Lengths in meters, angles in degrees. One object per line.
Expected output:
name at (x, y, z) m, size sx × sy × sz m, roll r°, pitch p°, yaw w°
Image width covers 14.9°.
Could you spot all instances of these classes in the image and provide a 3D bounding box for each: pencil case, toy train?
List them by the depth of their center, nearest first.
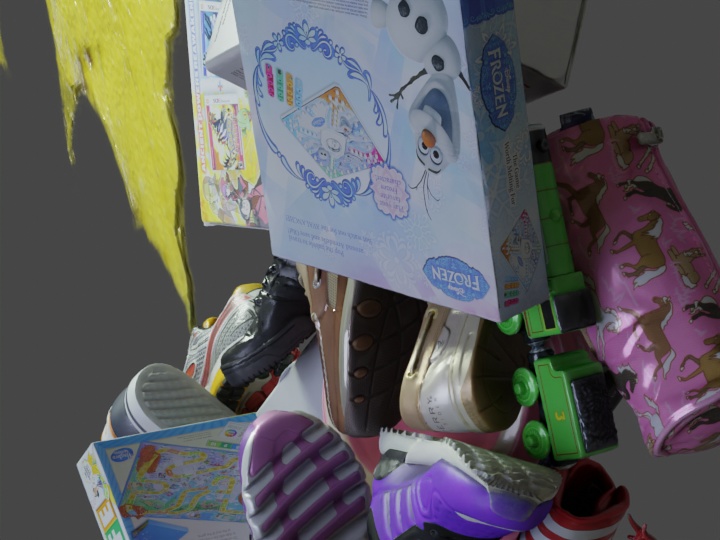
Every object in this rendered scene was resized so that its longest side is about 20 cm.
toy train at (0.100, 0.011, 1.522) m, size 0.056 × 0.042 × 0.201 m, roll -11°, pitch 92°, yaw 55°
pencil case at (0.160, 0.007, 1.534) m, size 0.201 × 0.082 × 0.087 m, roll 65°, pitch 150°, yaw 25°

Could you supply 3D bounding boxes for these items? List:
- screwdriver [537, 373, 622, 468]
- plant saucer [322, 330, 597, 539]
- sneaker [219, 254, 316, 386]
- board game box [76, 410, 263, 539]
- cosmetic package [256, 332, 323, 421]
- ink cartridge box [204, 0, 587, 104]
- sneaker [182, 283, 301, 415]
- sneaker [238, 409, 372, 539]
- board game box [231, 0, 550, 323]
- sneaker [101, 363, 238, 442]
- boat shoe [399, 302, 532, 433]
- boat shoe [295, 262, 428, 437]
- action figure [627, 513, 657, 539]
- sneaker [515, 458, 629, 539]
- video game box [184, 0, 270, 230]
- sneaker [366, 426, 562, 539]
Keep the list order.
screwdriver at (0.097, 0.127, 1.613) m, size 0.028 × 0.029 × 0.200 m, roll 38°, pitch 93°, yaw 28°
plant saucer at (0.051, 0.074, 1.681) m, size 0.200 × 0.051 × 0.202 m, roll -6°, pitch 80°, yaw 36°
sneaker at (-0.033, -0.024, 1.776) m, size 0.104 × 0.199 × 0.060 m, roll 51°, pitch -178°, yaw -3°
board game box at (-0.075, 0.164, 1.833) m, size 0.034 × 0.199 × 0.135 m, roll -51°, pitch 55°, yaw 49°
cosmetic package at (0.016, 0.145, 1.799) m, size 0.113 × 0.081 × 0.201 m, roll -50°, pitch 55°, yaw 50°
ink cartridge box at (0.021, -0.150, 1.644) m, size 0.200 × 0.144 × 0.084 m, roll -19°, pitch 51°, yaw 57°
sneaker at (-0.094, 0.082, 1.978) m, size 0.200 × 0.077 × 0.083 m, roll -51°, pitch 40°, yaw 47°
sneaker at (-0.025, 0.172, 1.691) m, size 0.201 × 0.080 × 0.088 m, roll 63°, pitch 164°, yaw -19°
board game box at (0.012, -0.088, 1.514) m, size 0.199 × 0.043 × 0.200 m, roll 17°, pitch 121°, yaw 48°
sneaker at (-0.092, 0.151, 1.912) m, size 0.200 × 0.078 × 0.079 m, roll 42°, pitch 133°, yaw -3°
boat shoe at (0.068, 0.014, 1.596) m, size 0.069 × 0.201 × 0.074 m, roll -12°, pitch 126°, yaw 31°
boat shoe at (0.000, 0.000, 1.658) m, size 0.072 × 0.075 × 0.202 m, roll -2°, pitch 82°, yaw 48°
action figure at (0.190, 0.209, 1.525) m, size 0.099 × 0.065 × 0.200 m, roll 46°, pitch 170°, yaw -36°
sneaker at (0.126, 0.174, 1.618) m, size 0.078 × 0.200 × 0.116 m, roll 32°, pitch 88°, yaw 9°
video game box at (-0.054, -0.126, 1.876) m, size 0.182 × 0.047 × 0.202 m, roll 7°, pitch 103°, yaw 54°
sneaker at (0.052, 0.148, 1.553) m, size 0.200 × 0.069 × 0.100 m, roll -178°, pitch 104°, yaw -74°
